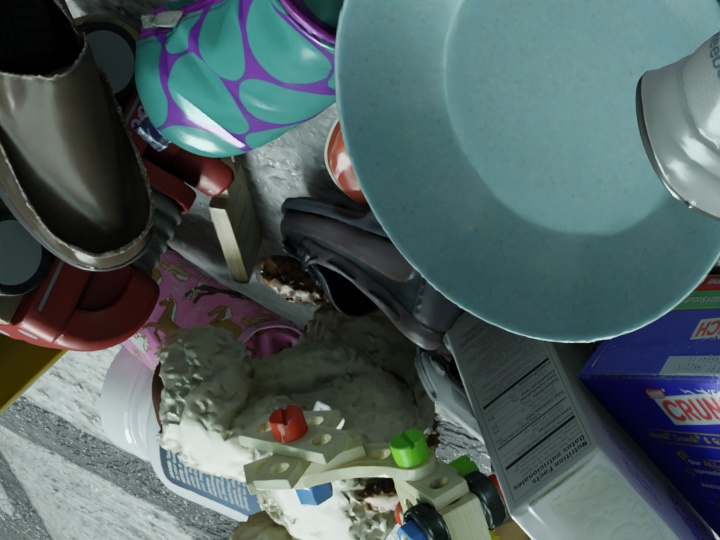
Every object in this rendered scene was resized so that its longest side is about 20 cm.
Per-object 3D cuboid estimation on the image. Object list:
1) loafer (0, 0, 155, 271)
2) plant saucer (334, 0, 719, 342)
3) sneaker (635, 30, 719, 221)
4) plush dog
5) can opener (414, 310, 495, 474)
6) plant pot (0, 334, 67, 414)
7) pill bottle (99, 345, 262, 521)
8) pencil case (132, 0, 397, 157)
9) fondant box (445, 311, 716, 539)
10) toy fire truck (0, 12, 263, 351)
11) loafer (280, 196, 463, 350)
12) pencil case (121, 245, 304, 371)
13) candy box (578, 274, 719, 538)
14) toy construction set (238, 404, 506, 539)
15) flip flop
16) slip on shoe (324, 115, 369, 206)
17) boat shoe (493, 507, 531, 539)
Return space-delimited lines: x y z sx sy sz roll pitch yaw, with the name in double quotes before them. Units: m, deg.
"loafer" -0.162 -0.088 1.063 0.200 0.073 0.071 62 164 -14
"plant saucer" 0.079 -0.071 0.877 0.201 0.039 0.201 15 116 33
"sneaker" 0.200 -0.045 0.771 0.200 0.075 0.087 11 146 -29
"plush dog" -0.008 0.083 1.225 0.160 0.172 0.200 -9 123 25
"can opener" 0.106 0.095 1.225 0.200 0.067 0.053 39 -159 -32
"plant pot" -0.307 -0.022 1.416 0.176 0.200 0.200 30 157 42
"pill bottle" -0.071 0.105 1.397 0.200 0.120 0.120 19 150 34
"pencil case" -0.044 -0.116 1.014 0.092 0.085 0.200 33 156 -15
"fondant box" 0.121 0.105 1.092 0.144 0.058 0.200 48 -168 -24
"toy fire truck" -0.128 -0.026 1.201 0.200 0.176 0.129 30 167 -25
"loafer" 0.000 0.000 1.137 0.072 0.063 0.200 21 176 -25
"pencil case" -0.116 0.033 1.333 0.086 0.083 0.200 14 -169 -47
"candy box" 0.231 0.091 1.028 0.200 0.077 0.169 47 155 -25
"toy construction set" 0.026 0.142 1.083 0.200 0.092 0.131 56 165 -29
"flip flop" 0.157 -0.059 0.885 0.200 0.058 0.081 47 125 11
"slip on shoe" 0.034 -0.059 1.041 0.074 0.061 0.200 43 157 -18
"boat shoe" 0.105 0.174 1.200 0.200 0.073 0.063 53 -167 -54
